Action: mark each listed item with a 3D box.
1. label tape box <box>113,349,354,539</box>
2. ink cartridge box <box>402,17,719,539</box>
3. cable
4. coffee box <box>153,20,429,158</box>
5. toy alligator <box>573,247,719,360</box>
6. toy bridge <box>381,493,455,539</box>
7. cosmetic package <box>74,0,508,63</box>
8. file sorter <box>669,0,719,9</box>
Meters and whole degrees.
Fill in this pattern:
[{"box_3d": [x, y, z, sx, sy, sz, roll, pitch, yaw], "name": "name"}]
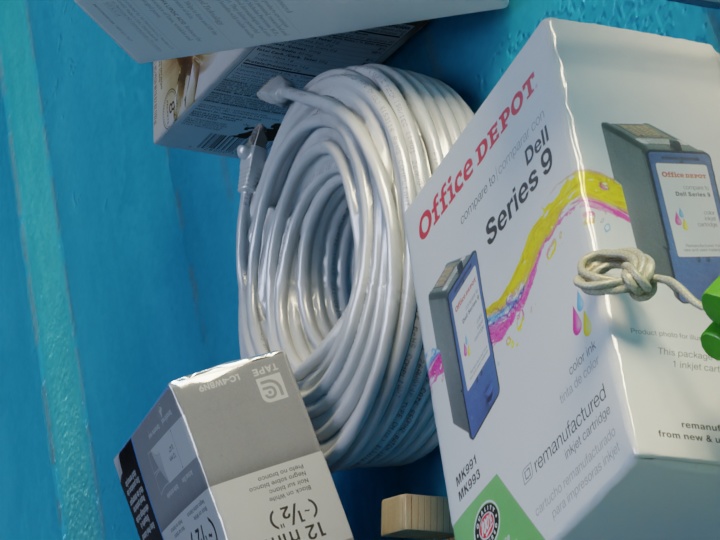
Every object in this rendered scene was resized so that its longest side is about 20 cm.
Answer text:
[{"box_3d": [-0.048, 0.156, 1.202, 0.143, 0.066, 0.201, 133, 121, -65], "name": "label tape box"}, {"box_3d": [0.092, 0.025, 0.991, 0.145, 0.087, 0.201, 128, 144, -49], "name": "ink cartridge box"}, {"box_3d": [0.000, 0.000, 1.226, 0.200, 0.069, 0.202, 180, 97, -65], "name": "cable"}, {"box_3d": [-0.042, -0.150, 1.346, 0.200, 0.079, 0.114, 142, 131, -57], "name": "coffee box"}, {"box_3d": [0.157, 0.030, 0.849, 0.199, 0.059, 0.055, 11, 133, 45], "name": "toy alligator"}, {"box_3d": [0.044, 0.197, 1.068, 0.027, 0.067, 0.202, 149, 123, -60], "name": "toy bridge"}, {"box_3d": [-0.031, -0.175, 1.196, 0.198, 0.081, 0.114, -9, 67, 20], "name": "cosmetic package"}, {"box_3d": [0.132, -0.210, 0.928, 0.200, 0.122, 0.140, 129, 142, -48], "name": "file sorter"}]
